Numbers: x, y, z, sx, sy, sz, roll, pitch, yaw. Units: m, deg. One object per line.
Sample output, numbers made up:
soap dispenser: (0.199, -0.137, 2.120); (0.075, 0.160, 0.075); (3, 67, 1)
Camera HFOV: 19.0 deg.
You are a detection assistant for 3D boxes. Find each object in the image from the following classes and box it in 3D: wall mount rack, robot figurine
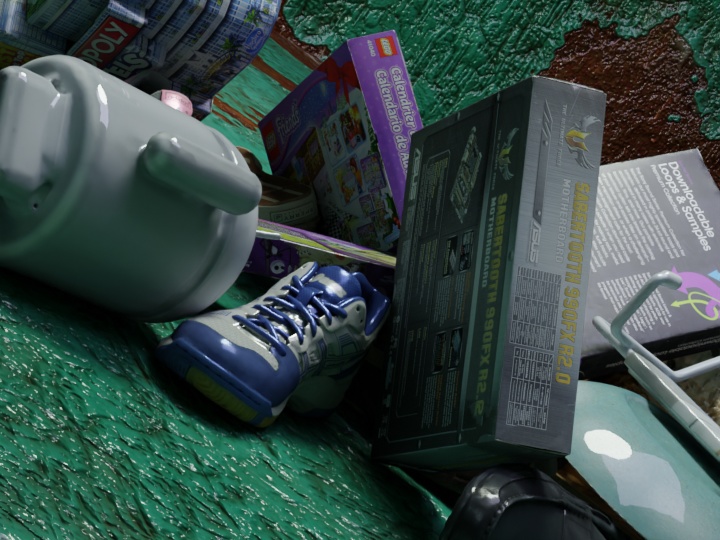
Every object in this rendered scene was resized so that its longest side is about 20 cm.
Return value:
wall mount rack: (0.241, 0.079, 1.331); (0.200, 0.075, 0.174); (48, 10, 36)
robot figurine: (-0.132, -0.040, 1.132); (0.169, 0.114, 0.200); (-3, -20, 40)

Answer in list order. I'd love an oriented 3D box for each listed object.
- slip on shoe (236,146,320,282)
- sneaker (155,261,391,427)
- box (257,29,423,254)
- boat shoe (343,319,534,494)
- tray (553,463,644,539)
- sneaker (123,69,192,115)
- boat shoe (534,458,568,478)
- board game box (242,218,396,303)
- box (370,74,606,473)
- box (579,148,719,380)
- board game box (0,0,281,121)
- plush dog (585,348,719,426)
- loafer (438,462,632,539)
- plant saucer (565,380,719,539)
slip on shoe: (-0.087, -0.043, 1.535); (0.076, 0.061, 0.200); (-18, 22, -27)
sneaker: (-0.044, 0.030, 1.177); (0.075, 0.088, 0.200); (38, 10, 13)
box: (-0.007, -0.067, 1.470); (0.200, 0.039, 0.138); (-31, -106, 67)
boat shoe: (0.034, 0.075, 1.315); (0.200, 0.072, 0.076); (39, -2, 29)
tray: (0.156, 0.155, 1.437); (0.098, 0.037, 0.200); (37, 9, 12)
sneaker: (-0.139, -0.078, 1.427); (0.070, 0.082, 0.200); (31, 10, -31)
boat shoe: (0.076, 0.072, 1.364); (0.060, 0.072, 0.202); (-23, 31, -25)
board game box: (0.000, 0.000, 1.326); (0.199, 0.032, 0.120); (14, 9, -19)
box: (0.069, 0.007, 1.192); (0.048, 0.201, 0.158); (12, -13, -22)
box: (0.172, -0.003, 1.445); (0.199, 0.036, 0.143); (-11, 61, -24)
board game box: (-0.191, -0.168, 1.521); (0.199, 0.062, 0.200); (19, -29, -25)
plush dog: (0.221, 0.077, 1.515); (0.160, 0.201, 0.172); (-11, -48, 39)
loafer: (0.104, 0.149, 1.150); (0.070, 0.068, 0.200); (29, 1, 29)
plant saucer: (0.184, 0.122, 1.267); (0.201, 0.039, 0.201); (38, 13, -10)
